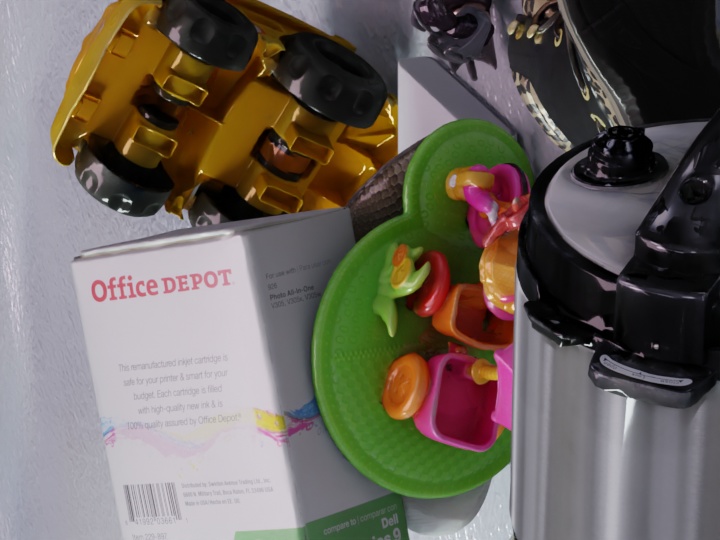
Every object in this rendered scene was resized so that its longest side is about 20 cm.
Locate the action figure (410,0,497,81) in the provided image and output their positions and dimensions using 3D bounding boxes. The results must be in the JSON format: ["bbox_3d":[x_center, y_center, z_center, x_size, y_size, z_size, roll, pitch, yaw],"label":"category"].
[{"bbox_3d":[0.049,-0.183,1.476,0.200,0.069,0.131,107,145,-59],"label":"action figure"}]

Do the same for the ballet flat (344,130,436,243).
[{"bbox_3d":[0.000,0.000,1.545,0.200,0.067,0.046,-48,67,25],"label":"ballet flat"}]

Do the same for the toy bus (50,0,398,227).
[{"bbox_3d":[-0.090,-0.116,1.717,0.136,0.199,0.192,-56,29,22],"label":"toy bus"}]

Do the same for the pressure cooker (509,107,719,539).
[{"bbox_3d":[0.142,0.029,1.103,0.176,0.178,0.201,-124,29,-59],"label":"pressure cooker"}]

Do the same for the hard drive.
[{"bbox_3d":[0.053,-0.005,1.611,0.132,0.027,0.201,-131,36,-59],"label":"hard drive"}]

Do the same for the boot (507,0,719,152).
[{"bbox_3d":[0.109,-0.116,1.271,0.201,0.073,0.151,65,171,-19],"label":"boot"}]

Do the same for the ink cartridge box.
[{"bbox_3d":[-0.063,0.074,1.510,0.145,0.087,0.201,-8,96,45],"label":"ink cartridge box"}]

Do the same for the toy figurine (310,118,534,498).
[{"bbox_3d":[0.090,0.020,1.409,0.184,0.150,0.201,2,76,59],"label":"toy figurine"}]

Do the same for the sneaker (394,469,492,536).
[{"bbox_3d":[0.031,0.085,1.586,0.201,0.075,0.089,-105,10,-47],"label":"sneaker"}]

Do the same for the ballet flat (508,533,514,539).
[{"bbox_3d":[0.104,0.156,1.497,0.200,0.070,0.066,123,162,-61],"label":"ballet flat"}]
